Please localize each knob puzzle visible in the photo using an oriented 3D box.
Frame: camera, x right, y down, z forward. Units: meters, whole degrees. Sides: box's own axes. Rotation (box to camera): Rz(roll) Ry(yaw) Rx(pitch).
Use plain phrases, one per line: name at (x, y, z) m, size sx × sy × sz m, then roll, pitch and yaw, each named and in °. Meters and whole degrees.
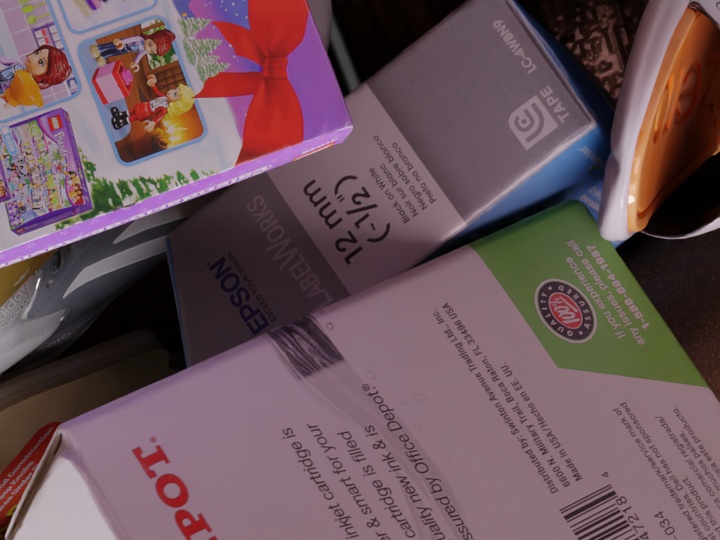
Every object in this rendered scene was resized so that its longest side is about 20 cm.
knob puzzle at (-0.138, 0.087, 1.041) m, size 0.220 × 0.030 × 0.220 m, roll -33°, pitch 156°, yaw -17°

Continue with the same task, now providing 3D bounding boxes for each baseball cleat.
baseball cleat at (-0.086, -0.023, 0.954) m, size 0.200 × 0.070 × 0.106 m, roll -51°, pitch 173°, yaw 20°

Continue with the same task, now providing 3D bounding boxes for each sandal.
sandal at (0.132, -0.060, 0.974) m, size 0.207 × 0.059 × 0.079 m, roll -35°, pitch 138°, yaw -63°

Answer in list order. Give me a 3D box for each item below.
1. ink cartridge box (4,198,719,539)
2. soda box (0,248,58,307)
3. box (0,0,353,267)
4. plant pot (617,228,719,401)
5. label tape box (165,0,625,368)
ink cartridge box at (0.016, 0.086, 0.901) m, size 0.200 × 0.146 × 0.084 m, roll -23°, pitch 162°, yaw -30°
soda box at (-0.121, -0.038, 0.891) m, size 0.200 × 0.064 × 0.068 m, roll -46°, pitch 144°, yaw -11°
box at (-0.100, -0.107, 0.832) m, size 0.137 × 0.200 × 0.039 m, roll -20°, pitch 178°, yaw -7°
plant pot at (0.159, 0.045, 1.074) m, size 0.198 × 0.200 × 0.200 m, roll -30°, pitch 134°, yaw 13°
label tape box at (0.000, 0.000, 0.999) m, size 0.200 × 0.066 × 0.143 m, roll -36°, pitch 164°, yaw 9°
